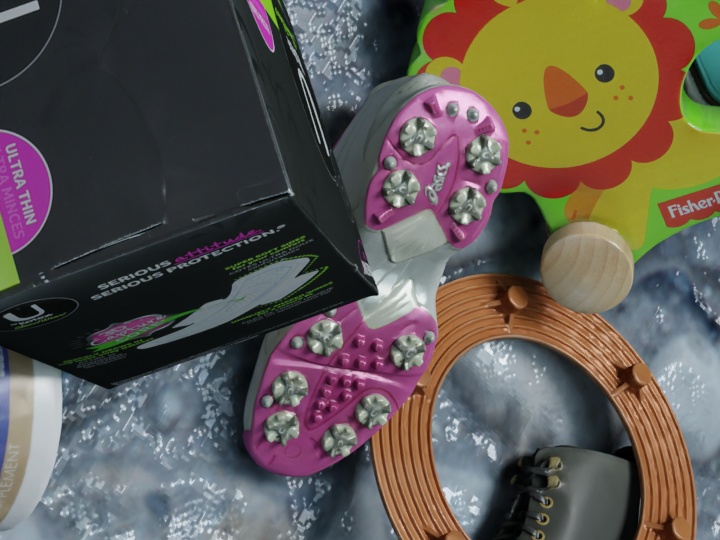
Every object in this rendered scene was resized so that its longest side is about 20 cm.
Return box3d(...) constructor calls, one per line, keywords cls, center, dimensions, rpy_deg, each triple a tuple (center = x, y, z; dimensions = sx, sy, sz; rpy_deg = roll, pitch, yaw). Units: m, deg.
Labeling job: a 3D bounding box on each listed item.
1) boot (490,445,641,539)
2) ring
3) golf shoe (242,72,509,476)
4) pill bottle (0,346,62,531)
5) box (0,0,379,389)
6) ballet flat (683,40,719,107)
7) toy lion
box3d(cls="boot", center=(0.066, 0.145, 0.952), dimensions=(0.199, 0.077, 0.140), rpy_deg=(16, 76, -44))
box3d(cls="ring", center=(0.092, 0.092, 0.945), dimensions=(0.199, 0.019, 0.202), rpy_deg=(15, 60, -28))
box3d(cls="golf shoe", center=(0.000, 0.000, 0.896), dimensions=(0.075, 0.092, 0.201), rpy_deg=(24, 101, -25))
box3d(cls="pill bottle", center=(-0.222, 0.048, 0.717), dimensions=(0.199, 0.111, 0.112), rpy_deg=(1, 91, -34))
box3d(cls="box", center=(-0.083, -0.054, 0.691), dimensions=(0.123, 0.200, 0.150), rpy_deg=(-19, 79, 4))
box3d(cls="ballet flat", center=(0.172, -0.163, 1.008), dimensions=(0.069, 0.069, 0.202), rpy_deg=(0, 71, -34))
box3d(cls="toy lion", center=(0.130, -0.086, 0.923), dimensions=(0.069, 0.198, 0.193), rpy_deg=(-75, 143, -56))
